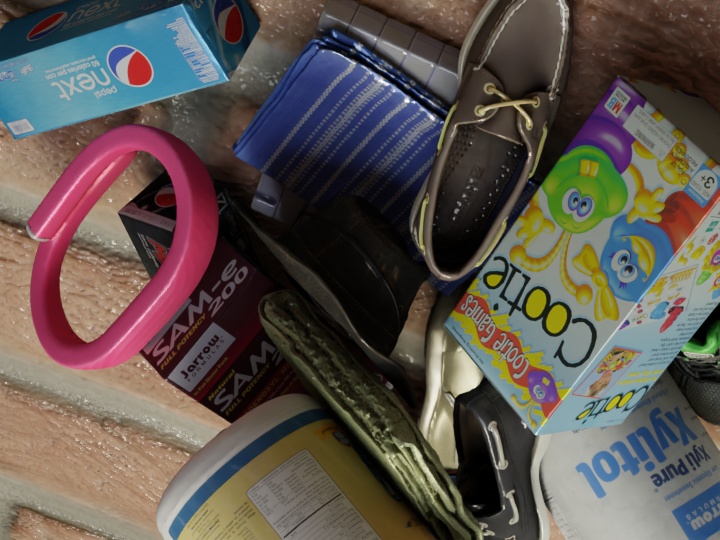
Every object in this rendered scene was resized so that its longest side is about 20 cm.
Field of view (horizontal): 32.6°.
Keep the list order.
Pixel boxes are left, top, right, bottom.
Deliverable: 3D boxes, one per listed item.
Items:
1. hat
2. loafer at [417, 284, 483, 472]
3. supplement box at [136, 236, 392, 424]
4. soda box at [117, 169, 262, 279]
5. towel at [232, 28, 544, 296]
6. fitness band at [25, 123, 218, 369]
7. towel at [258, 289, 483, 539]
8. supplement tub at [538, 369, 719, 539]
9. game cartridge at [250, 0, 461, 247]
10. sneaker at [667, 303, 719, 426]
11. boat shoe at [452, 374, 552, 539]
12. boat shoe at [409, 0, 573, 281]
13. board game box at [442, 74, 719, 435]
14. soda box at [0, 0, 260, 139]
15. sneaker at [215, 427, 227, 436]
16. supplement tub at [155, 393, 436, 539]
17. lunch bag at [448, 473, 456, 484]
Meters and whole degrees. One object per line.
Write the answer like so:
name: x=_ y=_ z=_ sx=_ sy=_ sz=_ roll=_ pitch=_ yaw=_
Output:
hat: x=0.000 y=0.000 z=0.853 sx=0.201 sy=0.081 sz=0.201 roll=46 pitch=175 yaw=5
loafer: x=0.088 y=0.097 z=0.996 sx=0.068 sy=0.076 sz=0.200 roll=14 pitch=136 yaw=18
supplement box: x=-0.070 y=0.073 z=0.969 sx=0.061 sy=0.109 sz=0.200 roll=37 pitch=177 yaw=46
soda box: x=-0.119 y=0.016 z=0.996 sx=0.071 sy=0.063 sz=0.200 roll=18 pitch=141 yaw=37
towel: x=0.020 y=-0.068 z=0.852 sx=0.200 sy=0.024 sz=0.145 roll=33 pitch=137 yaw=-12
fitness band: x=-0.183 y=-0.017 z=0.909 sx=0.200 sy=0.144 sz=0.037 roll=-47 pitch=150 yaw=25
towel: x=0.006 y=0.103 z=0.863 sx=0.200 sy=0.036 sz=0.149 roll=41 pitch=165 yaw=45
supplement tub: x=0.198 y=0.151 z=0.905 sx=0.200 sy=0.132 sz=0.132 roll=58 pitch=137 yaw=14
game cartridge: x=0.007 y=-0.091 z=0.874 sx=0.129 sy=0.038 sz=0.200 roll=22 pitch=137 yaw=-5
sneaker: x=0.238 y=0.044 z=0.876 sx=0.078 sy=0.085 sz=0.200 roll=-5 pitch=131 yaw=26
boat shoe: x=0.096 y=0.153 z=0.880 sx=0.074 sy=0.060 sz=0.200 roll=43 pitch=147 yaw=39
boat shoe: x=0.085 y=-0.088 z=0.769 sx=0.072 sy=0.060 sz=0.200 roll=19 pitch=109 yaw=-9
board game box: x=0.162 y=-0.006 z=0.771 sx=0.103 sy=0.105 sz=0.200 roll=50 pitch=120 yaw=32
soda box: x=-0.174 y=-0.154 z=0.857 sx=0.200 sy=0.068 sz=0.064 roll=-9 pitch=130 yaw=29
sneaker: x=-0.061 y=0.205 z=0.956 sx=0.200 sy=0.083 sz=0.072 roll=41 pitch=177 yaw=28
supplement tub: x=-0.029 y=0.201 z=0.842 sx=0.200 sy=0.144 sz=0.145 roll=48 pitch=140 yaw=18
lunch bag: x=0.020 y=0.244 z=1.058 sx=0.200 sy=0.133 sz=0.136 roll=3 pitch=170 yaw=-32
